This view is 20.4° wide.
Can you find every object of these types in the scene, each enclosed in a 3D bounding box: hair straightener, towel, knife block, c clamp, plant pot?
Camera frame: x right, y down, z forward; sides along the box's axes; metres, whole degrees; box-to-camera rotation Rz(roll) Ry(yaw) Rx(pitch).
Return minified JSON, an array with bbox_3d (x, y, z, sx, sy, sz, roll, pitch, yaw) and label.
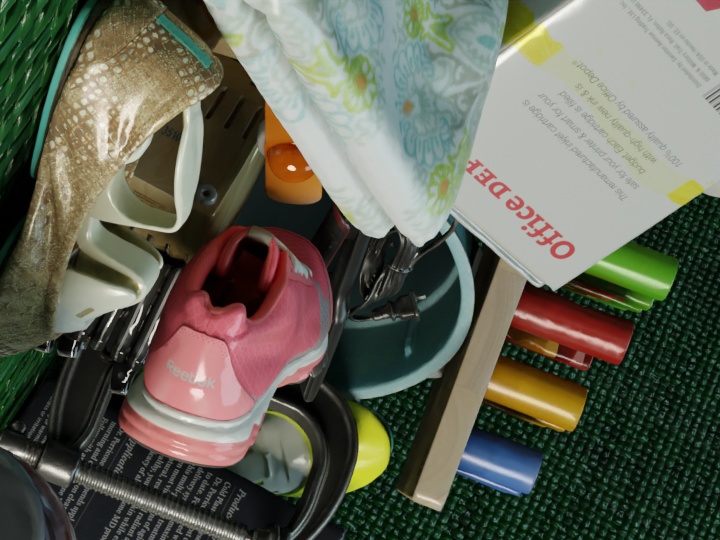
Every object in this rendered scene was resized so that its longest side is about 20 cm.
[{"bbox_3d":[0.000,0.000,1.055,0.041,0.077,0.200,-103,-151,-42],"label":"hair straightener"},{"bbox_3d":[0.006,-0.130,0.820,0.200,0.048,0.171,55,43,-48],"label":"towel"},{"bbox_3d":[-0.091,-0.041,1.008,0.200,0.064,0.176,-62,180,-26],"label":"knife block"},{"bbox_3d":[-0.102,0.107,1.094,0.027,0.200,0.171,128,-23,-61],"label":"c clamp"},{"bbox_3d":[-0.015,-0.064,1.153,0.200,0.200,0.196,118,-7,-45],"label":"plant pot"}]

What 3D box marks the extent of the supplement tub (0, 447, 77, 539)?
[{"bbox_3d":[-0.164,0.129,0.764,0.107,0.107,0.200,-61,178,-28],"label":"supplement tub"}]

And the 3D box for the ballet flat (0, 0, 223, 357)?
[{"bbox_3d":[-0.104,-0.021,0.791,0.071,0.065,0.200,-59,177,-46],"label":"ballet flat"}]

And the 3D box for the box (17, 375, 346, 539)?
[{"bbox_3d":[-0.139,0.193,1.176,0.124,0.196,0.200,-61,179,-34],"label":"box"}]

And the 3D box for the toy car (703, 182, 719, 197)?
[{"bbox_3d":[0.153,-0.128,1.124,0.150,0.175,0.200,-23,-153,5],"label":"toy car"}]

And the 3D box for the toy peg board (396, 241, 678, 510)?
[{"bbox_3d":[0.104,0.053,1.167,0.200,0.098,0.200,102,8,-85],"label":"toy peg board"}]

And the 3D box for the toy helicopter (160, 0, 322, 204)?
[{"bbox_3d":[-0.043,-0.097,0.859,0.200,0.079,0.133,-2,89,-67],"label":"toy helicopter"}]

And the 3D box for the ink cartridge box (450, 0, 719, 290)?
[{"bbox_3d":[0.121,-0.102,0.962,0.200,0.145,0.084,-35,-141,21],"label":"ink cartridge box"}]

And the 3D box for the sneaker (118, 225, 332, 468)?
[{"bbox_3d":[-0.046,0.013,0.925,0.200,0.074,0.087,-63,173,-64],"label":"sneaker"}]

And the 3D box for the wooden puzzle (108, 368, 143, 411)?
[{"bbox_3d":[-0.125,0.012,1.271,0.185,0.046,0.200,-62,179,33],"label":"wooden puzzle"}]

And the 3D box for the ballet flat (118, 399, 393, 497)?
[{"bbox_3d":[-0.076,0.107,1.188,0.067,0.200,0.067,-25,113,-50],"label":"ballet flat"}]

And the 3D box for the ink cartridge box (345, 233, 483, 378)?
[{"bbox_3d":[-0.028,0.020,1.243,0.039,0.200,0.100,53,44,-41],"label":"ink cartridge box"}]
